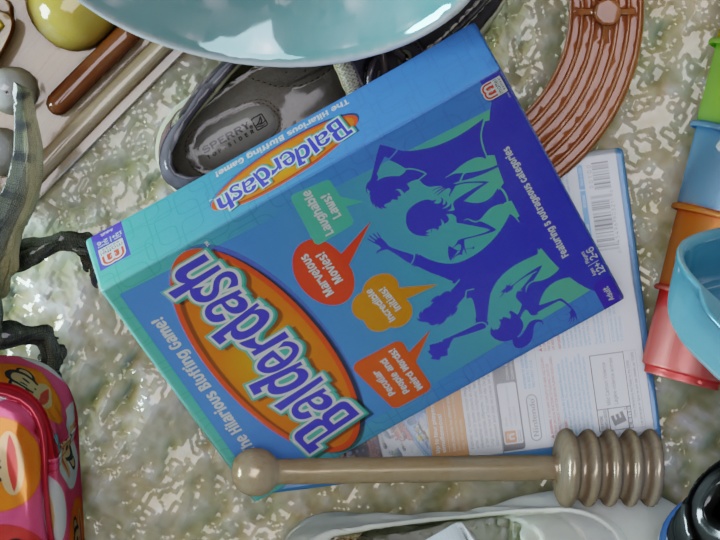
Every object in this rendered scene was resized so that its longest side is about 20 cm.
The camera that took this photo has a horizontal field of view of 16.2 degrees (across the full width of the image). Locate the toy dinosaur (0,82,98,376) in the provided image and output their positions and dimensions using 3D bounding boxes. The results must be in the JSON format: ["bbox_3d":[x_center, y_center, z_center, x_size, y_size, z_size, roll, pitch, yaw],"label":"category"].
[{"bbox_3d":[-0.171,0.008,1.205,0.088,0.047,0.200,19,118,-32],"label":"toy dinosaur"}]

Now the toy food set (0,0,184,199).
[{"bbox_3d":[-0.163,-0.131,1.214,0.200,0.060,0.144,-45,87,3],"label":"toy food set"}]

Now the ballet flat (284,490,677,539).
[{"bbox_3d":[0.059,0.140,1.194,0.200,0.069,0.069,-3,90,4],"label":"ballet flat"}]

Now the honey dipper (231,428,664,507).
[{"bbox_3d":[0.040,0.091,1.171,0.200,0.038,0.038,1,90,-10],"label":"honey dipper"}]

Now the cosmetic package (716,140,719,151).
[{"bbox_3d":[0.302,-0.072,1.107,0.200,0.123,0.199,43,61,2],"label":"cosmetic package"}]

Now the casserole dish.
[{"bbox_3d":[0.213,0.027,1.133,0.121,0.200,0.039,45,124,28],"label":"casserole dish"}]

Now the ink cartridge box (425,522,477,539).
[{"bbox_3d":[0.000,0.224,1.166,0.200,0.050,0.161,-31,126,2],"label":"ink cartridge box"}]

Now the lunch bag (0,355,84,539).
[{"bbox_3d":[-0.217,0.141,1.185,0.176,0.082,0.200,-4,101,4],"label":"lunch bag"}]

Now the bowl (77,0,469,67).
[{"bbox_3d":[-0.040,-0.185,1.055,0.201,0.201,0.105,3,59,5],"label":"bowl"}]

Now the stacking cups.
[{"bbox_3d":[0.179,-0.043,1.190,0.060,0.061,0.200,13,93,4],"label":"stacking cups"}]

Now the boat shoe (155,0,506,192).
[{"bbox_3d":[-0.009,-0.096,1.146,0.200,0.065,0.072,-34,97,4],"label":"boat shoe"}]

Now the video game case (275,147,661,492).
[{"bbox_3d":[0.036,0.025,1.220,0.200,0.018,0.143,-8,90,4],"label":"video game case"}]

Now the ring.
[{"bbox_3d":[0.034,-0.121,1.186,0.200,0.019,0.200,0,97,0],"label":"ring"}]

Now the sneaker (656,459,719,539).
[{"bbox_3d":[0.236,0.110,1.143,0.200,0.111,0.077,-5,68,-3],"label":"sneaker"}]

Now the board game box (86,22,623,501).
[{"bbox_3d":[0.000,0.000,1.150,0.200,0.045,0.152,-29,128,5],"label":"board game box"}]
